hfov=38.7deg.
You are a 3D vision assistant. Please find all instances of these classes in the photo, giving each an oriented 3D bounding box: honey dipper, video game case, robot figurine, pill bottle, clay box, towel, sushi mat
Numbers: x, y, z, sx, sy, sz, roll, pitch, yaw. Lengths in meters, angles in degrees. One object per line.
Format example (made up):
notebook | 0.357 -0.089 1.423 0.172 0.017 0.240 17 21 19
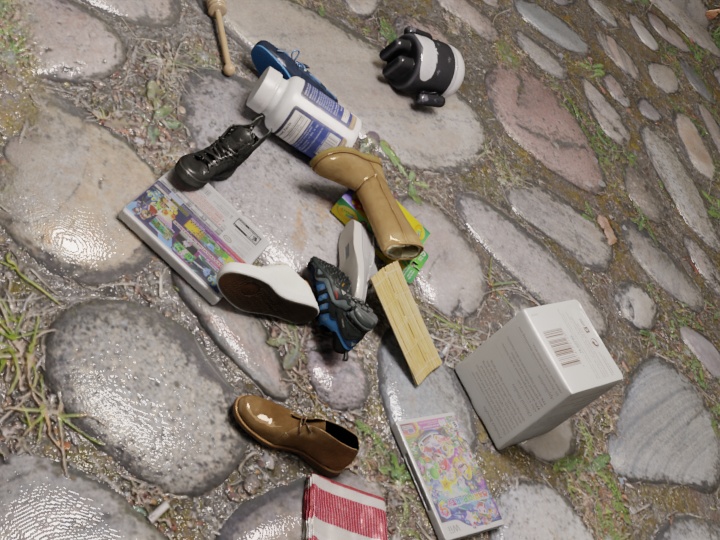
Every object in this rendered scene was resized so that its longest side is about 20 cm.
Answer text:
honey dipper | -0.260 -0.450 1.938 0.038 0.038 0.203 9 53 -37
video game case | -0.257 -0.063 1.616 0.200 0.023 0.183 44 38 -5
robot figurine | 0.135 -0.442 2.227 0.198 0.153 0.124 5 17 -39
pill bottle | -0.105 -0.282 1.873 0.198 0.111 0.112 32 40 -17
clay box | 0.049 -0.080 1.889 0.200 0.048 0.115 42 39 -3
video game case | 0.140 0.328 1.642 0.142 0.018 0.202 0 58 -43
towel | -0.018 0.392 1.439 0.143 0.023 0.202 25 43 -26
sushi mat | 0.078 0.087 1.752 0.095 0.012 0.203 -29 96 -52

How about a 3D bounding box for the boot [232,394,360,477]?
boot | -0.089 0.224 1.478 0.198 0.075 0.074 30 43 -18

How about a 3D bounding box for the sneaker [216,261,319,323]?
sneaker | -0.152 0.019 1.603 0.199 0.072 0.086 27 35 -44

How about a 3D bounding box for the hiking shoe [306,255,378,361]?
hiking shoe | -0.051 0.052 1.663 0.074 0.087 0.201 27 18 -38

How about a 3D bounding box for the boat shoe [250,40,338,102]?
boat shoe | -0.126 -0.365 1.960 0.200 0.084 0.069 46 55 -22

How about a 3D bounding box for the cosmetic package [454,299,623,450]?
cosmetic package | 0.307 0.178 1.778 0.165 0.200 0.169 -7 62 -45

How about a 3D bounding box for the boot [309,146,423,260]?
boot | 0.014 -0.118 1.801 0.173 0.066 0.202 0 56 -42

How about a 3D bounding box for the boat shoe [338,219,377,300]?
boat shoe | 0.000 0.000 1.767 0.068 0.072 0.202 25 34 -24

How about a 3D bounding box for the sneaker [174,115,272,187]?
sneaker | -0.222 -0.199 1.678 0.060 0.104 0.199 47 23 6
